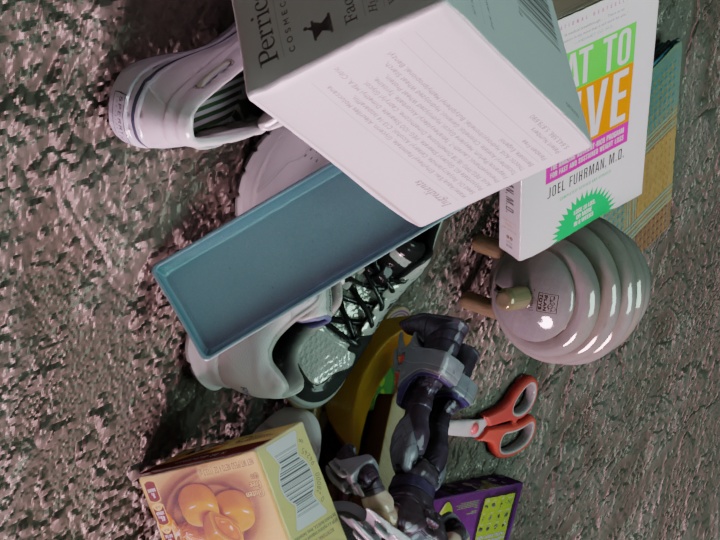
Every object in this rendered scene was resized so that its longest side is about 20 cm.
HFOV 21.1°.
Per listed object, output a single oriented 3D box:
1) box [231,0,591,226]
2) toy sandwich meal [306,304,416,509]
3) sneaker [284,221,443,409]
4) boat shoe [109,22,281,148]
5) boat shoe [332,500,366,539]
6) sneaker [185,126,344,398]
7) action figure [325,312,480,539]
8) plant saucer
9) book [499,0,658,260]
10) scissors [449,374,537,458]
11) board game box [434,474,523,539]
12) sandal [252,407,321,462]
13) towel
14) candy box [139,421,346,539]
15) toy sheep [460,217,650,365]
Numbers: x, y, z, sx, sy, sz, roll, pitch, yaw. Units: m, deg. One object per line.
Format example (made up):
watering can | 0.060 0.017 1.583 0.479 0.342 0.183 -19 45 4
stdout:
box | 0.022 -0.166 1.142 0.200 0.130 0.201 34 38 -53
toy sandwich meal | 0.015 0.121 1.411 0.205 0.070 0.207 8 90 -66
sneaker | 0.000 0.000 1.319 0.075 0.087 0.201 35 65 -21
boat shoe | -0.065 -0.111 1.184 0.200 0.066 0.074 -33 133 -45
boat shoe | -0.003 0.244 1.347 0.067 0.073 0.202 -76 159 -68
sneaker | -0.043 -0.009 1.270 0.074 0.087 0.202 13 95 -57
action figure | 0.037 0.134 1.299 0.130 0.069 0.202 47 48 -44
plant saucer | -0.031 -0.021 1.227 0.199 0.070 0.019 -31 173 -8
book | 0.158 -0.120 1.451 0.133 0.048 0.201 -29 135 -29
scissors | 0.100 0.140 1.641 0.199 0.014 0.074 -18 123 -54
board game box | 0.066 0.240 1.631 0.199 0.032 0.121 0 102 -56
sandal | -0.065 0.185 1.347 0.049 0.082 0.204 8 113 -38
towel | 0.241 -0.092 1.731 0.146 0.022 0.202 -38 138 -40
candy box | -0.057 0.209 1.259 0.055 0.115 0.202 -24 96 -48
toy sheep | 0.161 0.014 1.554 0.199 0.137 0.139 -17 121 -53
